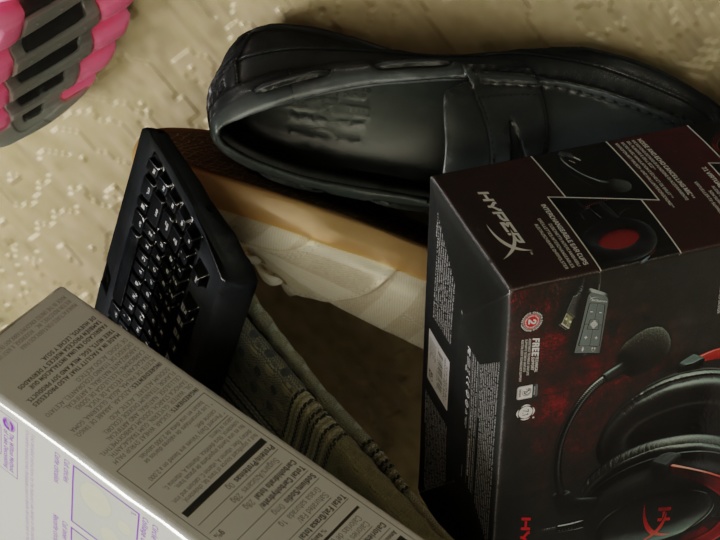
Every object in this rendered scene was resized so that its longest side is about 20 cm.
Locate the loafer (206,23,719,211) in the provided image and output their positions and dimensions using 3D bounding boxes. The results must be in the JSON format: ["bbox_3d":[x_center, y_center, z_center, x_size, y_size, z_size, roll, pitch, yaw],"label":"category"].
[{"bbox_3d":[0.040,-0.048,0.765,0.198,0.071,0.069,8,121,3],"label":"loafer"}]

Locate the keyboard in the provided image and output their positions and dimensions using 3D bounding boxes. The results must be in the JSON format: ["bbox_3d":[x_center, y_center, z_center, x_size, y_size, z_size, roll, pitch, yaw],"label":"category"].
[{"bbox_3d":[-0.085,0.043,0.797,0.104,0.039,0.201,53,148,23],"label":"keyboard"}]

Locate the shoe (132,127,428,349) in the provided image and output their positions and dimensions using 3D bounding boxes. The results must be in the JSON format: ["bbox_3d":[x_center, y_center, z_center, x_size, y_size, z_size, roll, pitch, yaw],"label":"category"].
[{"bbox_3d":[0.000,0.000,0.799,0.198,0.070,0.054,21,106,-5],"label":"shoe"}]

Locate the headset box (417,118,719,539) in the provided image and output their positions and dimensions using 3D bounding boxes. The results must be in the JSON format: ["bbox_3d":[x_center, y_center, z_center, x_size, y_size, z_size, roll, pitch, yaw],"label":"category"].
[{"bbox_3d":[0.126,0.026,0.749,0.198,0.075,0.150,-11,128,-17],"label":"headset box"}]

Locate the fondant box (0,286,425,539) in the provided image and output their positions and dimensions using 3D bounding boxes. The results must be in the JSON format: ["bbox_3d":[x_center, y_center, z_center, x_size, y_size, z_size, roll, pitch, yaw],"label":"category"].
[{"bbox_3d":[-0.055,0.118,0.739,0.199,0.058,0.145,34,141,22],"label":"fondant box"}]

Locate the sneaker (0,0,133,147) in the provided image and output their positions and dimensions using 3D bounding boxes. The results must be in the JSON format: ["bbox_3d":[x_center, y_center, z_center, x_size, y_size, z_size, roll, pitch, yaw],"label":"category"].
[{"bbox_3d":[-0.139,-0.140,0.755,0.095,0.079,0.201,35,137,28],"label":"sneaker"}]

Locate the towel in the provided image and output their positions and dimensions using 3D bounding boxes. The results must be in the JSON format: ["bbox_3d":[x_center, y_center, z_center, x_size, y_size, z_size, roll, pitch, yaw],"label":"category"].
[{"bbox_3d":[-0.016,0.116,0.810,0.200,0.034,0.193,50,146,27],"label":"towel"}]
